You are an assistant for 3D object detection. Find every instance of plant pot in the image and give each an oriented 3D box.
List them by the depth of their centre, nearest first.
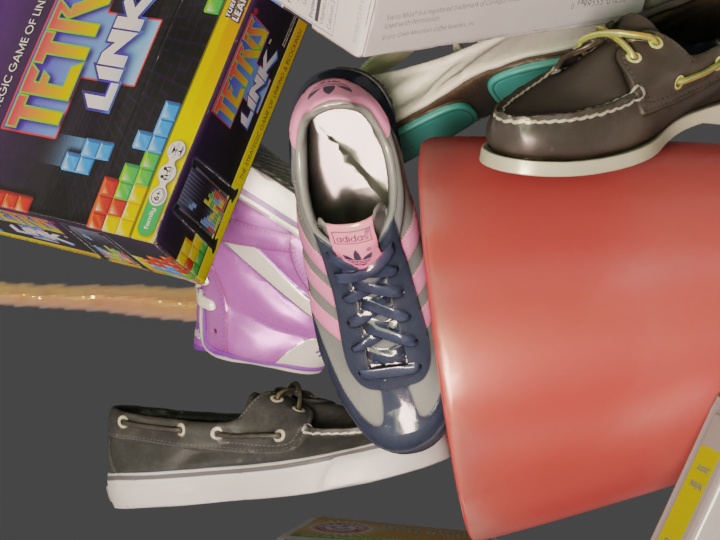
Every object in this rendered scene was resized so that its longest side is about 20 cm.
[{"bbox_3d":[0.127,0.021,0.972,0.175,0.200,0.203,-8,92,7],"label":"plant pot"}]

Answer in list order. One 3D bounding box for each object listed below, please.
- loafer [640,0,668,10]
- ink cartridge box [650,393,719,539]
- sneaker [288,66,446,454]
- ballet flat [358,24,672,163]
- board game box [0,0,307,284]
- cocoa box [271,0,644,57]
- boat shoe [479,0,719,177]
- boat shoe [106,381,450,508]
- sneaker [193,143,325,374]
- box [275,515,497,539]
[{"bbox_3d":[0.132,-0.231,1.019,0.072,0.062,0.202,-20,85,48],"label":"loafer"},{"bbox_3d":[0.205,0.188,0.910,0.196,0.047,0.201,26,92,-19],"label":"ink cartridge box"},{"bbox_3d":[0.000,0.000,0.993,0.069,0.082,0.202,-14,95,7],"label":"sneaker"},{"bbox_3d":[0.062,-0.108,1.041,0.198,0.069,0.070,-20,89,16],"label":"ballet flat"},{"bbox_3d":[-0.119,-0.108,1.021,0.164,0.057,0.202,12,73,30],"label":"board game box"},{"bbox_3d":[0.041,-0.194,0.931,0.131,0.199,0.135,36,125,36],"label":"cocoa box"},{"bbox_3d":[0.130,-0.094,0.947,0.071,0.200,0.061,22,122,40],"label":"boat shoe"},{"bbox_3d":[-0.050,0.091,1.078,0.198,0.069,0.057,-8,91,17],"label":"boat shoe"},{"bbox_3d":[-0.087,-0.020,1.080,0.200,0.073,0.115,36,107,12],"label":"sneaker"},{"bbox_3d":[0.007,0.240,1.054,0.111,0.101,0.202,5,95,14],"label":"box"}]
